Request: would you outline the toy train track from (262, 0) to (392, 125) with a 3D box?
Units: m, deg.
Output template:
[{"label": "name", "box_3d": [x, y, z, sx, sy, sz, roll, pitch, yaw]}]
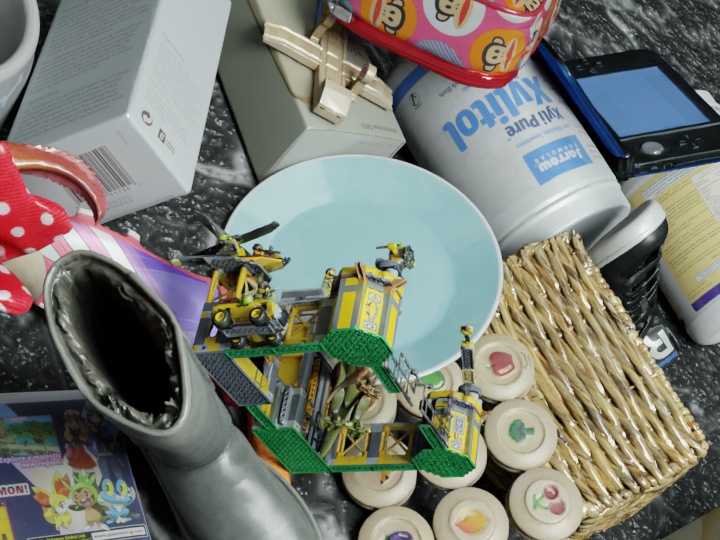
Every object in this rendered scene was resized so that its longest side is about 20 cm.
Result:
[{"label": "toy train track", "box_3d": [-0.015, -0.191, 0.981, 0.114, 0.033, 0.201, 25, 42, -24]}]

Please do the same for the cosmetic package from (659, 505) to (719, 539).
[{"label": "cosmetic package", "box_3d": [0.289, 0.206, 0.899, 0.071, 0.200, 0.105, 40, 38, -8]}]

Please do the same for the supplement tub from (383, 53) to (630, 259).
[{"label": "supplement tub", "box_3d": [0.116, -0.099, 1.060, 0.131, 0.132, 0.201, -12, 65, -47]}]

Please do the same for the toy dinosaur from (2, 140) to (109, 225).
[{"label": "toy dinosaur", "box_3d": [-0.253, -0.080, 0.657, 0.198, 0.106, 0.181, 13, 13, 15]}]

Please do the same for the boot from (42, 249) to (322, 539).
[{"label": "boot", "box_3d": [-0.082, 0.087, 0.652, 0.072, 0.200, 0.182, -41, 80, -18]}]

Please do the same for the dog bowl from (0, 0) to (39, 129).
[{"label": "dog bowl", "box_3d": [-0.291, -0.166, 0.801, 0.199, 0.059, 0.201, 25, 43, -26]}]

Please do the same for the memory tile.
[{"label": "memory tile", "box_3d": [0.065, 0.141, 0.835, 0.152, 0.017, 0.201, -12, 63, -11]}]

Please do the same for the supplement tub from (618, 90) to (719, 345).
[{"label": "supplement tub", "box_3d": [0.323, -0.049, 1.195, 0.145, 0.145, 0.201, -8, 63, -46]}]

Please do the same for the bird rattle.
[{"label": "bird rattle", "box_3d": [-0.223, -0.008, 0.630, 0.163, 0.198, 0.114, 25, 52, -73]}]

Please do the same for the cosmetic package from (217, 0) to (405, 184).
[{"label": "cosmetic package", "box_3d": [-0.054, -0.164, 1.007, 0.103, 0.073, 0.201, 1, 56, -42]}]

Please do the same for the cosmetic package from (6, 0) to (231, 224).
[{"label": "cosmetic package", "box_3d": [-0.155, -0.126, 0.845, 0.071, 0.101, 0.201, 54, 29, -39]}]

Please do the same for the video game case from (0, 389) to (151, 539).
[{"label": "video game case", "box_3d": [-0.194, 0.147, 0.649, 0.199, 0.023, 0.183, 2, 57, -41]}]

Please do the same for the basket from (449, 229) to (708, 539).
[{"label": "basket", "box_3d": [0.134, 0.101, 0.959, 0.142, 0.149, 0.201, -25, 73, -15]}]

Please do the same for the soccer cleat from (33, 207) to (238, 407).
[{"label": "soccer cleat", "box_3d": [-0.143, 0.021, 0.775, 0.199, 0.067, 0.077, 21, 59, -27]}]

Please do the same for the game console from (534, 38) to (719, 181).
[{"label": "game console", "box_3d": [0.214, -0.176, 1.103, 0.169, 0.119, 0.200, -11, 36, -9]}]

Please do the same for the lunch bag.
[{"label": "lunch bag", "box_3d": [0.063, -0.226, 0.975, 0.175, 0.082, 0.200, 26, 36, 8]}]

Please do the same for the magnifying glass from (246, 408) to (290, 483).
[{"label": "magnifying glass", "box_3d": [-0.050, 0.156, 0.774, 0.079, 0.022, 0.201, 17, 46, -32]}]

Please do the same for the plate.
[{"label": "plate", "box_3d": [0.000, 0.000, 0.900, 0.198, 0.026, 0.201, 2, 53, -3]}]

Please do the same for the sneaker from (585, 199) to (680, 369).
[{"label": "sneaker", "box_3d": [0.218, 0.023, 1.003, 0.073, 0.200, 0.112, -38, 83, -17]}]

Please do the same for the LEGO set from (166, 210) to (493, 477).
[{"label": "LEGO set", "box_3d": [-0.007, 0.032, 0.748, 0.200, 0.153, 0.117, 47, 43, -43]}]
